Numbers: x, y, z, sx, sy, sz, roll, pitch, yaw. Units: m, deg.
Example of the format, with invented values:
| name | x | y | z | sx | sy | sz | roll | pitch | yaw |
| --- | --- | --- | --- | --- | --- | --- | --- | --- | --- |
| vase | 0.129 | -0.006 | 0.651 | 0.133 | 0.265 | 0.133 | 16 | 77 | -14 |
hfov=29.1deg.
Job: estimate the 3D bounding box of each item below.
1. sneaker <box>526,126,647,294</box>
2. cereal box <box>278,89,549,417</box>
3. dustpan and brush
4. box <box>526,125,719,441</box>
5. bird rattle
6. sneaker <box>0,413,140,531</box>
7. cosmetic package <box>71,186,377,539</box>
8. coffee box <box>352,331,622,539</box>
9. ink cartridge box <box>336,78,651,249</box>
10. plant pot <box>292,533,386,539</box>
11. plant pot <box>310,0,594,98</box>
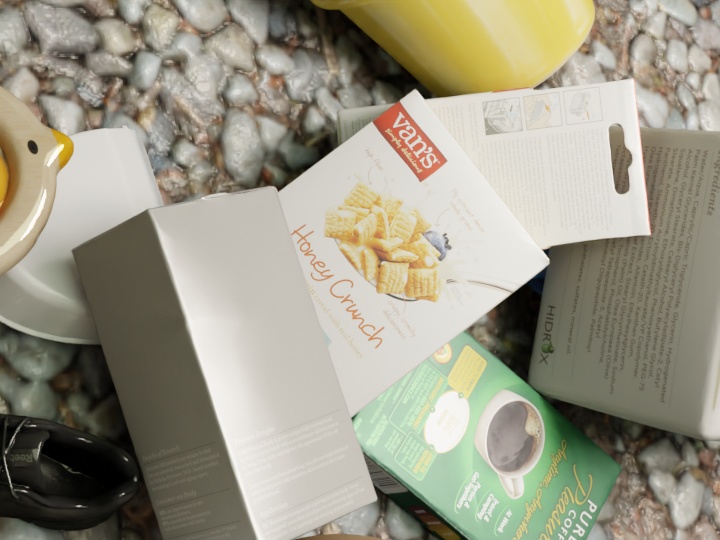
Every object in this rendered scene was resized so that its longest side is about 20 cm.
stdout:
| name | x | y | z | sx | sy | sz | roll | pitch | yaw |
| --- | --- | --- | --- | --- | --- | --- | --- | --- | --- |
| sneaker | 0.149 | -0.042 | 1.036 | 0.199 | 0.076 | 0.105 | -19 | 102 | -28 |
| cereal box | 0.000 | 0.000 | 0.888 | 0.200 | 0.040 | 0.144 | -38 | 86 | -3 |
| dustpan and brush | -0.213 | -0.011 | 0.829 | 0.199 | 0.057 | 0.140 | -8 | 71 | -38 |
| box | 0.254 | 0.010 | 0.970 | 0.198 | 0.171 | 0.201 | 7 | 93 | -37 |
| bird rattle | -0.252 | -0.056 | 0.762 | 0.163 | 0.113 | 0.200 | 28 | 60 | -3 |
| sneaker | -0.216 | 0.103 | 0.768 | 0.199 | 0.091 | 0.076 | 7 | 76 | -27 |
| cosmetic package | -0.078 | 0.060 | 0.799 | 0.107 | 0.090 | 0.201 | -11 | 80 | -48 |
| coffee box | 0.079 | 0.127 | 0.957 | 0.200 | 0.044 | 0.123 | 39 | 62 | -15 |
| ink cartridge box | 0.089 | -0.064 | 0.936 | 0.199 | 0.050 | 0.109 | -6 | 90 | 9 |
| plant pot | -0.001 | 0.236 | 0.828 | 0.201 | 0.201 | 0.093 | 50 | 19 | -9 |
| plant pot | 0.062 | -0.221 | 0.966 | 0.189 | 0.200 | 0.201 | 52 | 57 | -27 |
